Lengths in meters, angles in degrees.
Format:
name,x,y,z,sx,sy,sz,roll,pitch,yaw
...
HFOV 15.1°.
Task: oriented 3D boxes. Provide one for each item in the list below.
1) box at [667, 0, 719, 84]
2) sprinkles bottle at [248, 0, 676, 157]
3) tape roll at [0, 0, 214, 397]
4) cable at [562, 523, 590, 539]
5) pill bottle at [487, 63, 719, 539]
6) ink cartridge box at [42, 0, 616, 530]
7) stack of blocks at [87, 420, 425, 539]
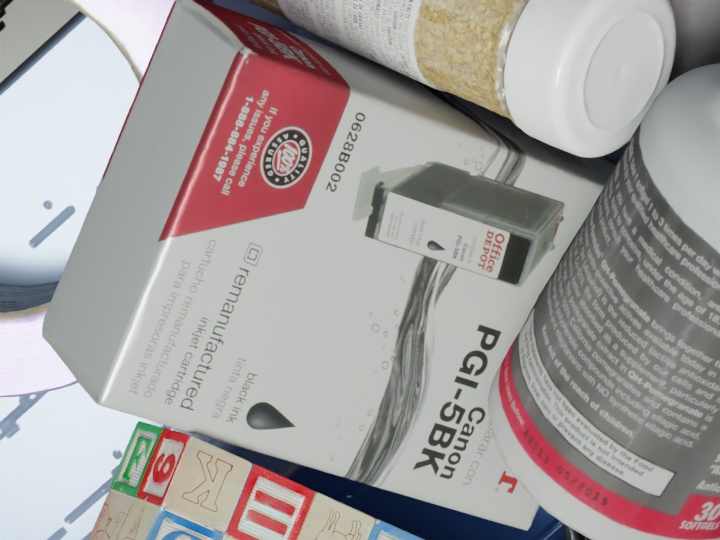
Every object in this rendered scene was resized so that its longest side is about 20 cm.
name,x,y,z,sx,sy,sz,roll,pitch,yaw
box,0.115,-0.186,1.042,0.122,0.106,0.201,-28,98,9
sprinkles bottle,0.024,-0.106,1.026,0.199,0.068,0.069,27,103,38
tape roll,-0.145,-0.053,1.100,0.199,0.066,0.202,1,99,3
cable,0.137,0.147,1.076,0.050,0.163,0.202,-8,100,-25
pill bottle,0.132,-0.001,0.960,0.110,0.111,0.201,27,125,-2
ink cartridge box,0.000,0.000,1.050,0.199,0.083,0.148,18,101,-28
stack of blocks,-0.015,0.151,1.053,0.199,0.058,0.116,25,82,-24
